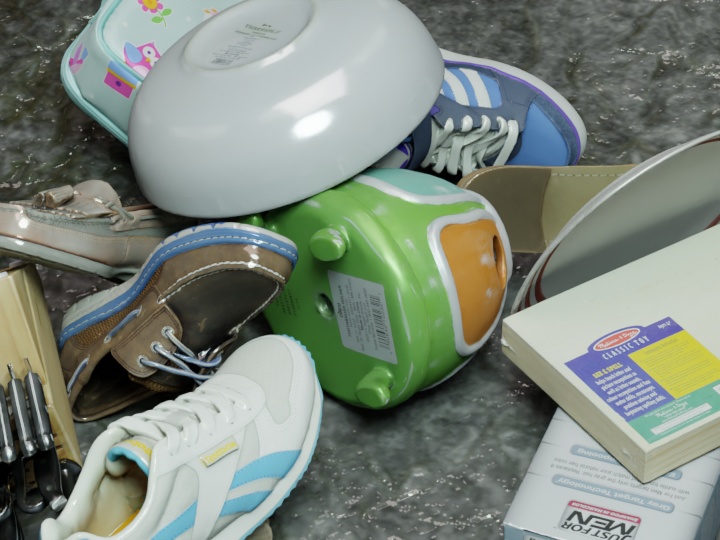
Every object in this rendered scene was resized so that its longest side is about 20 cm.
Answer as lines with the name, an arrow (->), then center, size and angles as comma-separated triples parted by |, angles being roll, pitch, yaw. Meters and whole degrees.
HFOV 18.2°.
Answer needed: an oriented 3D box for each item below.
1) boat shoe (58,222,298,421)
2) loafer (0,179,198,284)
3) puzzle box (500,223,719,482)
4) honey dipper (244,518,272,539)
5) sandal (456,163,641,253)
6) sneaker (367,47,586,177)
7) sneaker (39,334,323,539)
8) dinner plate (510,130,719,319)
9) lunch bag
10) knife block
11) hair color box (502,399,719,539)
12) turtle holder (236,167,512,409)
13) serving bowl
boat shoe -> -0.104, 0.036, 1.290 | 0.072, 0.200, 0.072 | 22, 56, -30
loafer -> -0.159, -0.028, 1.343 | 0.072, 0.063, 0.200 | 13, -2, 27
puzzle box -> 0.197, 0.036, 1.273 | 0.200, 0.025, 0.133 | -22, 44, -24
honey dipper -> -0.085, 0.086, 1.307 | 0.038, 0.038, 0.200 | -8, 41, -7
sandal -> 0.154, -0.034, 1.418 | 0.212, 0.078, 0.070 | 7, 4, -14
sneaker -> 0.044, -0.080, 1.442 | 0.200, 0.081, 0.146 | 25, 39, -6
sneaker -> -0.091, 0.103, 1.203 | 0.076, 0.081, 0.200 | 12, 51, 37
dinner plate -> 0.167, -0.025, 1.309 | 0.200, 0.200, 0.024 | -24, 66, -24
lunch bag -> -0.102, -0.154, 1.520 | 0.160, 0.077, 0.200 | 37, 47, -6
knife block -> -0.197, 0.089, 1.280 | 0.064, 0.176, 0.200 | -17, 5, -3
hair color box -> 0.157, 0.107, 1.256 | 0.099, 0.061, 0.200 | 13, 41, 18
turtle holder -> 0.007, 0.009, 1.340 | 0.132, 0.185, 0.141 | -26, 87, -33
serving bowl -> -0.054, -0.116, 1.344 | 0.200, 0.066, 0.200 | -18, 32, 12
